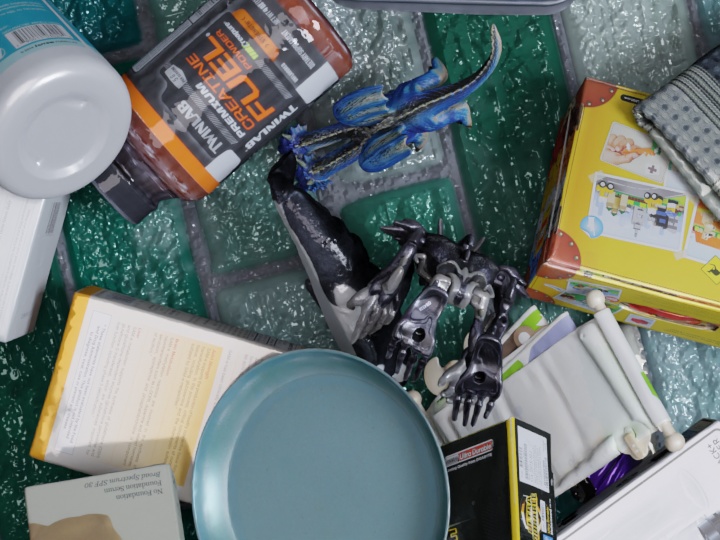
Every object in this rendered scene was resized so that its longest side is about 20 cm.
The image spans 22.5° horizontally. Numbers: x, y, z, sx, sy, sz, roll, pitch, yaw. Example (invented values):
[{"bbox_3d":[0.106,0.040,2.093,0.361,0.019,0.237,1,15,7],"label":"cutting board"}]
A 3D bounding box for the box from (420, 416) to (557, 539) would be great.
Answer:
[{"bbox_3d":[0.047,0.206,1.234,0.049,0.200,0.160,22,55,-39],"label":"box"}]

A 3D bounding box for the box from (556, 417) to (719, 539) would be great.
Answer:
[{"bbox_3d":[0.195,0.205,1.253,0.200,0.060,0.117,-37,88,-2],"label":"box"}]

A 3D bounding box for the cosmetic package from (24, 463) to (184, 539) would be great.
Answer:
[{"bbox_3d":[-0.160,0.239,1.210,0.105,0.071,0.200,-10,69,-5],"label":"cosmetic package"}]

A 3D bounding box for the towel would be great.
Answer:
[{"bbox_3d":[0.321,-0.087,1.268,0.192,0.035,0.200,-35,76,-20],"label":"towel"}]

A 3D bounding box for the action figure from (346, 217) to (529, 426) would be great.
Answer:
[{"bbox_3d":[0.052,0.031,1.229,0.119,0.200,0.102,30,108,-6],"label":"action figure"}]

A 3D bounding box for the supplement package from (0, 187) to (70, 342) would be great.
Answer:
[{"bbox_3d":[-0.324,-0.030,1.290,0.200,0.114,0.110,16,92,-1],"label":"supplement package"}]

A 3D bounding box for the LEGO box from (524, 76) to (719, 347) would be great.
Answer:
[{"bbox_3d":[0.232,-0.034,1.292,0.200,0.077,0.149,15,71,-1],"label":"LEGO box"}]

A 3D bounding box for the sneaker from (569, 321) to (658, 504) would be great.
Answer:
[{"bbox_3d":[0.169,0.140,1.325,0.099,0.070,0.200,-8,85,4],"label":"sneaker"}]

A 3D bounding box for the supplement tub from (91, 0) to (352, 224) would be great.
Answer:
[{"bbox_3d":[-0.109,-0.123,1.295,0.200,0.107,0.107,-42,91,0],"label":"supplement tub"}]

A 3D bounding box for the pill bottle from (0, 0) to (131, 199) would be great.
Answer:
[{"bbox_3d":[-0.250,-0.144,1.257,0.111,0.111,0.200,-44,52,0],"label":"pill bottle"}]

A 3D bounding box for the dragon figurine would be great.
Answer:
[{"bbox_3d":[0.021,-0.106,1.281,0.099,0.200,0.059,-28,94,-38],"label":"dragon figurine"}]

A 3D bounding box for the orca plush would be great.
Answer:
[{"bbox_3d":[0.000,0.000,1.300,0.071,0.105,0.200,-30,103,-10],"label":"orca plush"}]

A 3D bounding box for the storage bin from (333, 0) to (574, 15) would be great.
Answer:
[{"bbox_3d":[0.071,-0.263,1.281,0.200,0.134,0.146,2,91,-2],"label":"storage bin"}]

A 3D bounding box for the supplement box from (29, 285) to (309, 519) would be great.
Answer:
[{"bbox_3d":[-0.123,0.098,1.313,0.200,0.074,0.126,17,93,-1],"label":"supplement box"}]

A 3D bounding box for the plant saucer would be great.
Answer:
[{"bbox_3d":[-0.025,0.153,1.230,0.200,0.027,0.200,0,89,29],"label":"plant saucer"}]

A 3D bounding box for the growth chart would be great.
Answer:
[{"bbox_3d":[0.121,0.099,1.277,0.200,0.018,0.145,-34,69,34],"label":"growth chart"}]
